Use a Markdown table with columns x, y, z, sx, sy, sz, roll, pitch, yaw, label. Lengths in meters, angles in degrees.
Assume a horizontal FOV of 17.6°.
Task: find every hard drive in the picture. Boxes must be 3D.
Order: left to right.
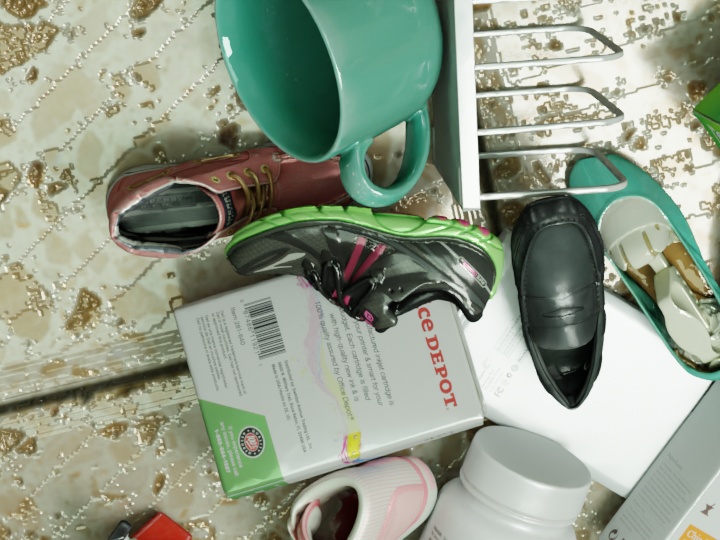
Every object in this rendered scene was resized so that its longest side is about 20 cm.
| x | y | z | sx | sy | sz | roll | pitch | yaw | label |
| --- | --- | --- | --- | --- | --- | --- | --- | --- | --- |
| 0.159 | 0.073 | 1.784 | 0.200 | 0.027 | 0.132 | 30 | 101 | -11 | hard drive |

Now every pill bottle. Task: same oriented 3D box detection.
| x | y | z | sx | sy | sz | roll | pitch | yaw | label |
| --- | --- | --- | --- | --- | --- | --- | --- | --- | --- |
| 0.096 | 0.227 | 1.769 | 0.113 | 0.113 | 0.200 | 17 | 109 | -9 | pill bottle |

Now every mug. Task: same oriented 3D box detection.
| x | y | z | sx | sy | sz | roll | pitch | yaw | label |
| --- | --- | --- | --- | --- | --- | --- | --- | --- | --- |
| -0.011 | -0.154 | 1.644 | 0.114 | 0.152 | 0.185 | -27 | 124 | -28 | mug |

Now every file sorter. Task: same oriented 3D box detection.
| x | y | z | sx | sy | sz | roll | pitch | yaw | label |
| --- | --- | --- | --- | --- | --- | --- | --- | --- | --- |
| 0.117 | -0.160 | 1.659 | 0.124 | 0.139 | 0.201 | -5 | 106 | -6 | file sorter |

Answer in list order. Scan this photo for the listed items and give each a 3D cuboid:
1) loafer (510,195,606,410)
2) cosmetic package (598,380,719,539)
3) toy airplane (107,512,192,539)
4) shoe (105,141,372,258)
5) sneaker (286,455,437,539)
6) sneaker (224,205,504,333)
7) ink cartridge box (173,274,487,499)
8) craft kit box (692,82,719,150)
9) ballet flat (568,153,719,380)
| x | y | z | sx | sy | sz | roll | pitch | yaw | label |
| --- | --- | --- | --- | --- | --- | --- | --- | --- | --- |
| 0.148 | 0.024 | 1.673 | 0.068 | 0.071 | 0.201 | -10 | 141 | 0 | loafer |
| 0.287 | 0.164 | 1.785 | 0.101 | 0.071 | 0.200 | 30 | 101 | -29 | cosmetic package |
| -0.211 | 0.295 | 1.758 | 0.199 | 0.141 | 0.200 | -9 | 73 | -15 | toy airplane |
| -0.087 | -0.050 | 1.695 | 0.200 | 0.091 | 0.072 | -8 | 106 | -2 | shoe |
| -0.034 | 0.217 | 1.750 | 0.075 | 0.105 | 0.200 | 49 | 116 | 23 | sneaker |
| 0.000 | 0.000 | 1.643 | 0.199 | 0.077 | 0.084 | 5 | 82 | 8 | sneaker |
| -0.021 | 0.071 | 1.715 | 0.200 | 0.084 | 0.145 | -17 | 82 | 1 | ink cartridge box |
| 0.363 | -0.115 | 1.688 | 0.200 | 0.049 | 0.198 | -45 | 123 | -4 | craft kit box |
| 0.225 | -0.001 | 1.731 | 0.067 | 0.070 | 0.200 | -34 | 96 | 15 | ballet flat |
